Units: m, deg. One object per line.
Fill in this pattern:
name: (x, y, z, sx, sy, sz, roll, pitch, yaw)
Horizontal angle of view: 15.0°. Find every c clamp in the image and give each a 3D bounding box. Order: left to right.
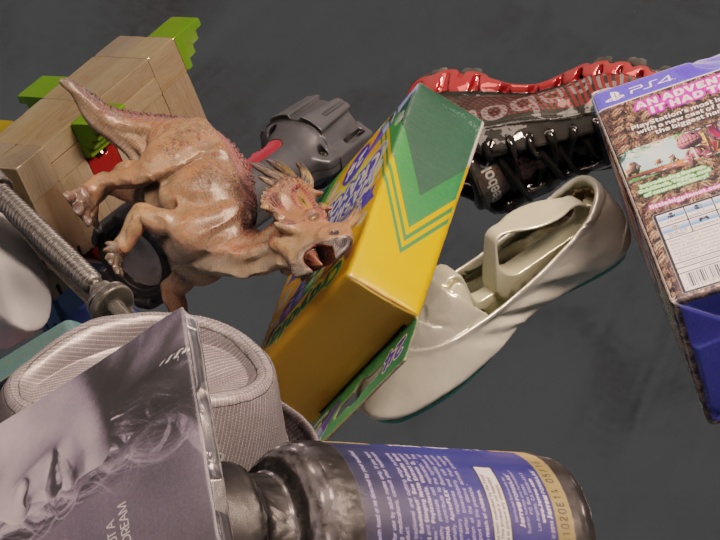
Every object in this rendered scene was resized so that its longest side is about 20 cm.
c clamp: (-0.170, -0.005, 1.557, 0.027, 0.171, 0.200, -43, 59, -8)

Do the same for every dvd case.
dvd case: (-0.147, 0.124, 1.303, 0.200, 0.016, 0.149, -33, 47, 23)

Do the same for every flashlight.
flashlight: (-0.080, -0.049, 1.703, 0.068, 0.068, 0.200, -37, 2, 46)

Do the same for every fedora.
fedora: (-0.118, 0.083, 1.409, 0.200, 0.090, 0.177, -8, 34, -11)

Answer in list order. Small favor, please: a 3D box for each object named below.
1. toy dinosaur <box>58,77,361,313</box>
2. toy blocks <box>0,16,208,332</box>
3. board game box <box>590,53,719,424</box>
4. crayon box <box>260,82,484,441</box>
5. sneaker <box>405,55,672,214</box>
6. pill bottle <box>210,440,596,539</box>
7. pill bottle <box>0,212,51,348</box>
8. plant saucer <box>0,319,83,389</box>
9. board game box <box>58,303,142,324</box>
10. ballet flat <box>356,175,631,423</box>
toy dinosaur: (-0.088, -0.044, 1.571, 0.136, 0.086, 0.200, -35, 65, -1)
toy blocks: (-0.156, -0.049, 1.716, 0.100, 0.137, 0.200, 6, 39, 42)
board game box: (0.236, -0.033, 1.547, 0.159, 0.097, 0.200, -18, 39, 4)
crayon box: (0.000, 0.000, 1.595, 0.126, 0.052, 0.200, -47, 17, 44)
sneaker: (0.112, -0.078, 1.676, 0.200, 0.071, 0.098, -1, 43, 25)
pill bottle: (0.005, 0.139, 1.327, 0.200, 0.112, 0.112, 6, 29, -29)
pill bottle: (-0.288, 0.041, 1.639, 0.200, 0.113, 0.113, -29, 35, 22)
plant saucer: (-0.211, 0.082, 1.510, 0.200, 0.070, 0.019, -32, 63, 23)
board game box: (-0.178, 0.108, 1.607, 0.200, 0.045, 0.134, -40, 43, -22)
ballet flat: (0.071, 0.009, 1.597, 0.200, 0.069, 0.069, -35, 41, -16)
